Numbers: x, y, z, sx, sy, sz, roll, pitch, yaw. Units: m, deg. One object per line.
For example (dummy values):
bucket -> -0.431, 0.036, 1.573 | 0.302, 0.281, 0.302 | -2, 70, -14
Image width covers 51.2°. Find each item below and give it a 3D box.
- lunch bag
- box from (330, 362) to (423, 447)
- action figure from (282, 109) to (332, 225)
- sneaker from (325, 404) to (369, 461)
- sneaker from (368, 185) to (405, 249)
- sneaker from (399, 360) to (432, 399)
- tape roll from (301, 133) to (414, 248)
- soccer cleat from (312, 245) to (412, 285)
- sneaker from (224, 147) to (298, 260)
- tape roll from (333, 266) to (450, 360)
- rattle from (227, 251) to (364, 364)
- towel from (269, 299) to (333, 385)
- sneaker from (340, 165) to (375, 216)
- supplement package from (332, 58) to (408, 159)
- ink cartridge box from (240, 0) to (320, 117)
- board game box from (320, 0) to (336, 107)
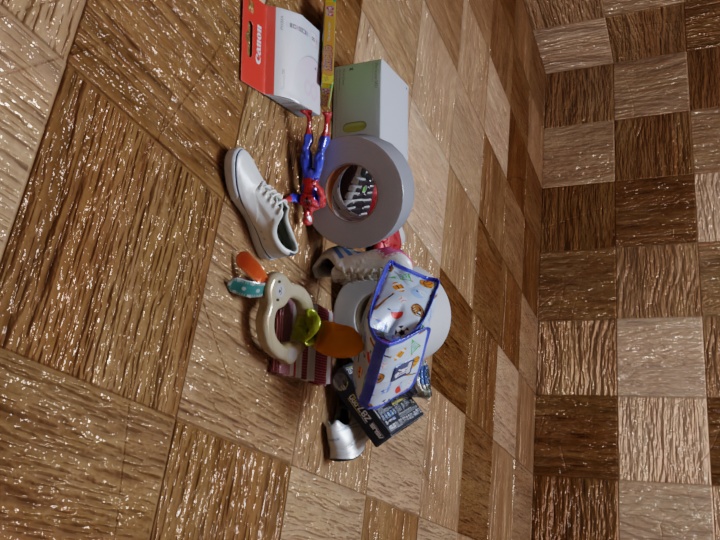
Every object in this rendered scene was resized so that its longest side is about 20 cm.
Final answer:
lunch bag -> 0.053, 0.116, 1.272 | 0.200, 0.123, 0.171 | -61, 168, -50
box -> 0.034, 0.249, 1.481 | 0.162, 0.049, 0.200 | 55, 19, 12
action figure -> -0.094, -0.174, 1.302 | 0.099, 0.065, 0.201 | -33, 129, -67
sneaker -> -0.005, 0.293, 1.466 | 0.200, 0.074, 0.088 | -35, 113, -63
sneaker -> 0.047, -0.083, 1.619 | 0.200, 0.078, 0.116 | 60, 34, -43
sneaker -> 0.093, 0.217, 1.483 | 0.200, 0.085, 0.078 | 73, 11, -78
tape roll -> -0.005, -0.144, 1.360 | 0.066, 0.199, 0.201 | -27, 111, -64
soccer cleat -> 0.000, 0.000, 1.364 | 0.086, 0.199, 0.070 | -42, 125, -41
sneaker -> -0.150, -0.106, 1.187 | 0.073, 0.070, 0.201 | -66, 144, -46
tape roll -> 0.064, 0.092, 1.484 | 0.139, 0.202, 0.204 | -2, 89, -66
rattle -> -0.102, 0.061, 1.168 | 0.130, 0.143, 0.201 | -39, 128, -26
towel -> -0.100, 0.123, 1.332 | 0.200, 0.023, 0.145 | 32, 58, -62
sneaker -> -0.033, -0.168, 1.463 | 0.075, 0.115, 0.201 | -5, 126, -49
supplement package -> 0.024, -0.306, 1.553 | 0.156, 0.110, 0.201 | 20, 68, -64
ink cartridge box -> -0.131, -0.371, 1.294 | 0.200, 0.057, 0.164 | 19, 70, -69
board game box -> -0.062, -0.422, 1.421 | 0.096, 0.030, 0.201 | 116, -22, -74
